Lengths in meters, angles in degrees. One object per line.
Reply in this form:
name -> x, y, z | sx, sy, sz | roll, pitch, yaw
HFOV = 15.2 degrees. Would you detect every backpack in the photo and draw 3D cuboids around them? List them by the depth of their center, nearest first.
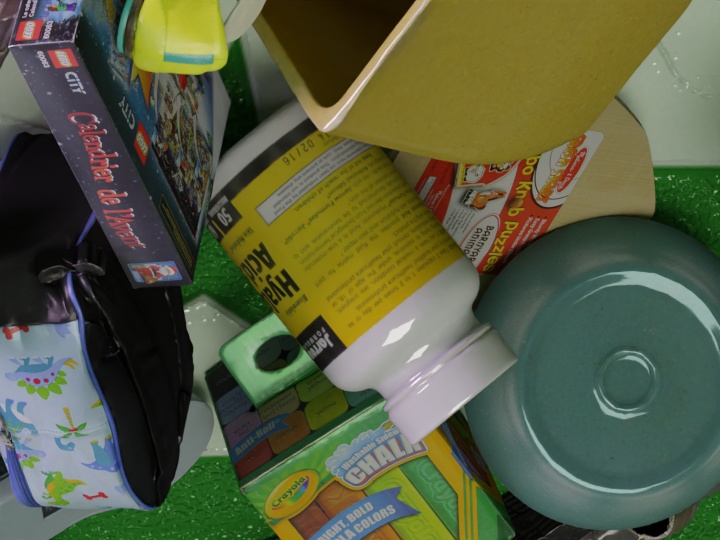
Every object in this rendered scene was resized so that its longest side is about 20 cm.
backpack -> -0.179, 0.037, 1.589 | 0.146, 0.183, 0.201 | -4, 126, 15

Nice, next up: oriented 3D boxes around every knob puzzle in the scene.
knob puzzle -> 0.095, -0.053, 1.690 | 0.219, 0.031, 0.220 | -12, 137, -12

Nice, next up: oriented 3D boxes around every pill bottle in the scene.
pill bottle -> 0.000, 0.000, 1.593 | 0.111, 0.111, 0.200 | -40, 86, 14

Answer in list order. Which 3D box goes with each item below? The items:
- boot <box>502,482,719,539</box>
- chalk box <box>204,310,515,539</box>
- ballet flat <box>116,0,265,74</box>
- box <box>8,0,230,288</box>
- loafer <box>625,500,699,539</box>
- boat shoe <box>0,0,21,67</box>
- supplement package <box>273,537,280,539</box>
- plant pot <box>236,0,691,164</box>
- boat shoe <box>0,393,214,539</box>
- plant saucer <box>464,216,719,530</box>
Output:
boot -> 0.194, 0.178, 1.870 | 0.199, 0.070, 0.132 | -23, 131, 14
chalk box -> -0.012, 0.104, 1.713 | 0.125, 0.124, 0.200 | -33, 127, 8
ballet flat -> -0.076, -0.172, 1.454 | 0.067, 0.200, 0.067 | 12, 134, 4
box -> -0.126, -0.105, 1.467 | 0.038, 0.137, 0.200 | -3, 141, 17
loafer -> 0.148, 0.097, 1.753 | 0.075, 0.070, 0.200 | -43, 97, 14
boat shoe -> -0.204, -0.159, 1.511 | 0.065, 0.072, 0.200 | 19, 120, -34
supplement package -> -0.114, 0.288, 1.815 | 0.199, 0.121, 0.120 | -19, 127, -1
plant pot -> 0.068, -0.174, 1.508 | 0.200, 0.194, 0.196 | 21, 117, -41
boat shoe -> -0.194, 0.113, 1.709 | 0.200, 0.091, 0.071 | -25, 133, -32
plant saucer -> 0.164, 0.067, 1.704 | 0.199, 0.036, 0.201 | -1, 95, -11
